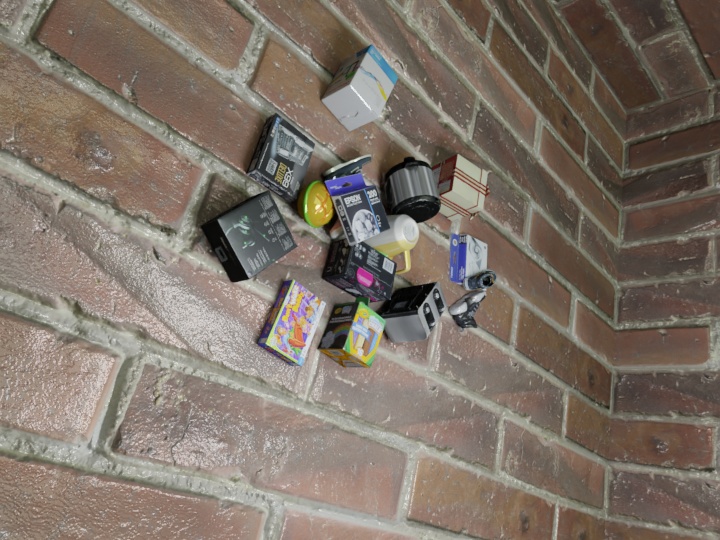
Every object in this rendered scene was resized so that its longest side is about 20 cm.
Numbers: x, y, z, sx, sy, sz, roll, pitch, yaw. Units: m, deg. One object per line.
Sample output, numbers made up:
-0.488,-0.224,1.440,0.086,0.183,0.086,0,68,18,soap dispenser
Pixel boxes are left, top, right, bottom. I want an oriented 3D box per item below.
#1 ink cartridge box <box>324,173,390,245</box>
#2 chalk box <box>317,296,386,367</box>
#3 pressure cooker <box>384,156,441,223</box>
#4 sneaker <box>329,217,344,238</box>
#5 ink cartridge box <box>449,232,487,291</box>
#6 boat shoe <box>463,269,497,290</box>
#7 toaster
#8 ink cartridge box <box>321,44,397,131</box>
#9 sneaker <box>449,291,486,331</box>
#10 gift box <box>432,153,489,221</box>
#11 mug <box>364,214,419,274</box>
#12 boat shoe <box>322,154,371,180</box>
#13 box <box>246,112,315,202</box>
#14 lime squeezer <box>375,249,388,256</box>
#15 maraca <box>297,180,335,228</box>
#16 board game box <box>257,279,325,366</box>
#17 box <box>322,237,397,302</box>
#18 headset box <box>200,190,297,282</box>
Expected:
-0.003,-0.193,1.645,0.198,0.043,0.202,-27,97,-53,ink cartridge box
-0.016,0.174,1.647,0.124,0.124,0.201,40,59,-31,chalk box
0.174,-0.278,1.868,0.178,0.175,0.202,11,61,-42,pressure cooker
-0.047,-0.182,1.716,0.105,0.075,0.200,50,54,0,sneaker
0.429,-0.035,2.167,0.199,0.040,0.202,16,72,-40,ink cartridge box
0.491,0.039,2.124,0.199,0.090,0.072,-14,95,-42,boat shoe
0.165,0.136,1.795,0.181,0.199,0.119,-47,117,-46,toaster
-0.001,-0.588,1.780,0.146,0.146,0.201,42,56,-31,ink cartridge box
0.423,0.159,2.108,0.199,0.075,0.115,-27,102,-37,sneaker
0.357,-0.288,2.055,0.186,0.184,0.202,23,71,-29,gift box
0.118,-0.102,1.805,0.187,0.152,0.150,54,50,-23,mug
-0.033,-0.319,1.752,0.200,0.075,0.062,-33,104,-40,boat shoe
-0.226,-0.324,1.585,0.157,0.050,0.202,33,61,-35,box
0.005,-0.110,1.756,0.201,0.070,0.038,57,6,15,lime squeezer
-0.119,-0.195,1.632,0.200,0.106,0.138,-7,106,-67,maraca
-0.190,0.148,1.541,0.134,0.045,0.201,38,58,-33,board game box
0.000,0.000,1.701,0.199,0.114,0.133,31,61,-37,box
-0.294,-0.087,1.449,0.200,0.092,0.175,-41,111,-40,headset box
